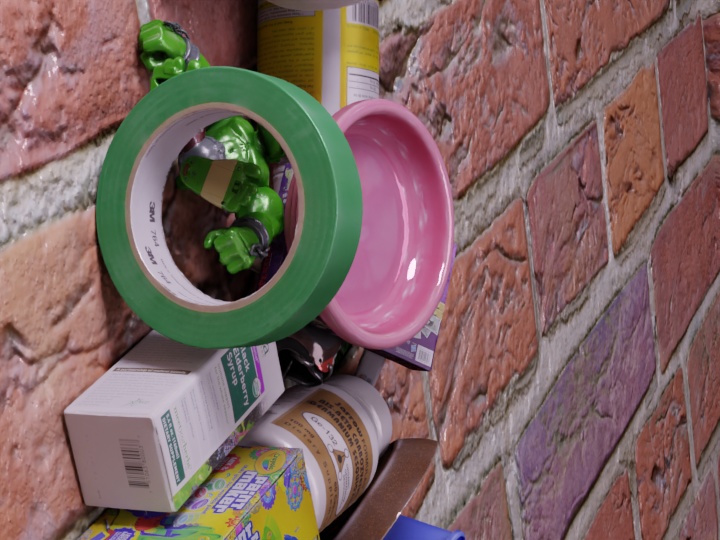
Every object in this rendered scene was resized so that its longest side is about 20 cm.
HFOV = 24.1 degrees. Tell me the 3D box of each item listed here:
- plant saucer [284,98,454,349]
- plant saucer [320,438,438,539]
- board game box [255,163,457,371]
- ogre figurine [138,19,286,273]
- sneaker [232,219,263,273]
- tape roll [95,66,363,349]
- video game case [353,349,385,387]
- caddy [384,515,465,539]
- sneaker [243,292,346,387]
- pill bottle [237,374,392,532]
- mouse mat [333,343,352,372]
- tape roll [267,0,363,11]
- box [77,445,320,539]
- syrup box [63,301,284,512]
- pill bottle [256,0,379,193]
[{"bbox_3d":[0.003,-0.038,1.377,0.200,0.050,0.203,-2,92,-53],"label":"plant saucer"},{"bbox_3d":[-0.003,0.225,1.513,0.201,0.034,0.200,-54,-178,3],"label":"plant saucer"},{"bbox_3d":[0.000,0.000,1.438,0.199,0.032,0.121,27,74,-41],"label":"board game box"},{"bbox_3d":[-0.111,-0.094,1.324,0.200,0.098,0.120,48,10,14],"label":"ogre figurine"},{"bbox_3d":[-0.050,-0.021,1.504,0.198,0.112,0.072,4,88,-35],"label":"sneaker"},{"bbox_3d":[-0.097,-0.045,1.224,0.048,0.198,0.203,-1,89,-66],"label":"tape roll"},{"bbox_3d":[0.022,0.055,1.609,0.183,0.023,0.201,110,1,-47],"label":"video game case"},{"bbox_3d":[0.043,0.320,1.603,0.200,0.104,0.143,-37,143,-62],"label":"caddy"},{"bbox_3d":[-0.051,0.066,1.456,0.199,0.077,0.082,-2,62,-56],"label":"sneaker"},{"bbox_3d":[-0.048,0.159,1.436,0.200,0.113,0.116,-30,117,-64],"label":"pill bottle"},{"bbox_3d":[-0.041,0.003,1.594,0.161,0.007,0.202,-54,138,-54],"label":"mouse mat"},{"bbox_3d":[-0.017,-0.313,1.419,0.071,0.200,0.204,64,34,-45],"label":"tape roll"},{"bbox_3d":[-0.116,0.262,1.263,0.200,0.121,0.195,-44,129,-59],"label":"box"},{"bbox_3d":[-0.136,0.098,1.277,0.200,0.081,0.080,-45,131,-57],"label":"syrup box"},{"bbox_3d":[-0.037,-0.159,1.480,0.109,0.108,0.202,8,82,-66],"label":"pill bottle"}]
